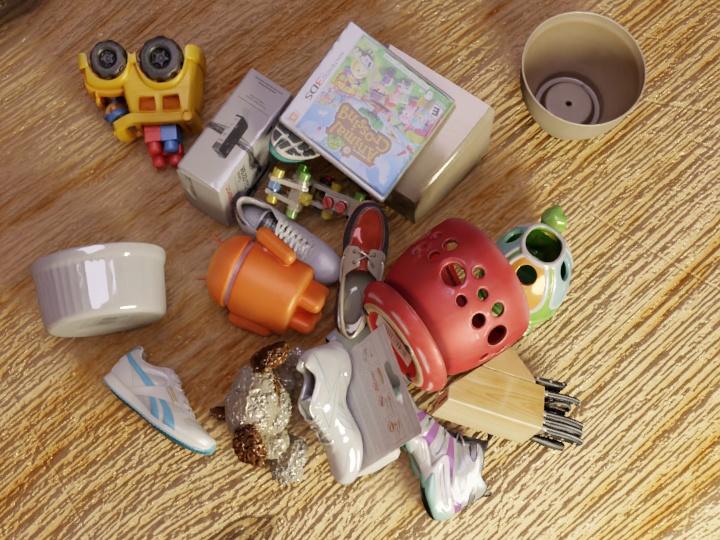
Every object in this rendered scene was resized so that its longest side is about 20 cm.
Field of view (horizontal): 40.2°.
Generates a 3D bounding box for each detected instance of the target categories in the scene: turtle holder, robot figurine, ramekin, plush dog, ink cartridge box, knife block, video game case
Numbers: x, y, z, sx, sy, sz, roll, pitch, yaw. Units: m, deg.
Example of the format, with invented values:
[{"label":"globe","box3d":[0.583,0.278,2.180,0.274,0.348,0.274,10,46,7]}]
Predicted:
[{"label":"turtle holder","box3d":[0.268,-0.007,1.492,0.183,0.133,0.142,-23,62,-29]},{"label":"robot figurine","box3d":[-0.147,0.019,1.482,0.197,0.144,0.118,25,65,4]},{"label":"ramekin","box3d":[-0.378,0.032,1.444,0.196,0.201,0.100,-10,79,-4]},{"label":"plush dog","box3d":[-0.147,0.192,1.401,0.157,0.172,0.204,7,72,2]},{"label":"ink cartridge box","box3d":[-0.190,-0.189,1.545,0.083,0.145,0.201,32,74,9]},{"label":"knife block","box3d":[0.224,0.213,1.425,0.198,0.064,0.177,-26,73,-33]},{"label":"video game case","box3d":[0.009,-0.233,1.441,0.199,0.022,0.183,38,91,6]},{"label":"ink cartridge box","box3d":[0.023,0.185,1.398,0.049,0.200,0.163,-6,67,-38]}]

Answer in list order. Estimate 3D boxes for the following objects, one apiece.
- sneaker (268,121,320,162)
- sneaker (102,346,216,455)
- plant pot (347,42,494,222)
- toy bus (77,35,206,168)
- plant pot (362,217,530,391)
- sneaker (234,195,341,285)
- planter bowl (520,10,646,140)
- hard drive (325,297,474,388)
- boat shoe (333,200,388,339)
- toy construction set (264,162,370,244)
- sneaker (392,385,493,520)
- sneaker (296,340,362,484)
[{"label":"sneaker","box3d":[-0.096,-0.196,1.534,0.079,0.200,0.078,-41,91,22]},{"label":"sneaker","box3d":[-0.285,0.194,1.451,0.199,0.077,0.081,38,72,9]},{"label":"plant pot","box3d":[0.076,-0.196,1.537,0.198,0.200,0.179,33,83,10]},{"label":"toy bus","box3d":[-0.348,-0.264,1.588,0.195,0.136,0.197,-2,87,1]},{"label":"plant pot","box3d":[0.112,0.056,1.398,0.181,0.201,0.202,-34,75,-15]},{"label":"sneaker","box3d":[-0.114,-0.045,1.528,0.198,0.081,0.077,32,79,8]},{"label":"planter bowl","box3d":[0.347,-0.294,1.595,0.196,0.135,0.204,0,71,-1]},{"label":"hard drive","box3d":[0.063,0.092,1.513,0.199,0.033,0.140,-41,77,-13]},{"label":"boat shoe","box3d":[0.000,0.000,1.448,0.070,0.063,0.204,12,100,-5]},{"label":"toy construction set","box3d":[-0.048,-0.098,1.527,0.199,0.131,0.093,38,106,3]},{"label":"sneaker","box3d":[0.131,0.248,1.443,0.137,0.078,0.203,-20,84,-10]},{"label":"sneaker","box3d":[-0.050,0.206,1.397,0.079,0.070,0.205,-9,88,-41]}]
